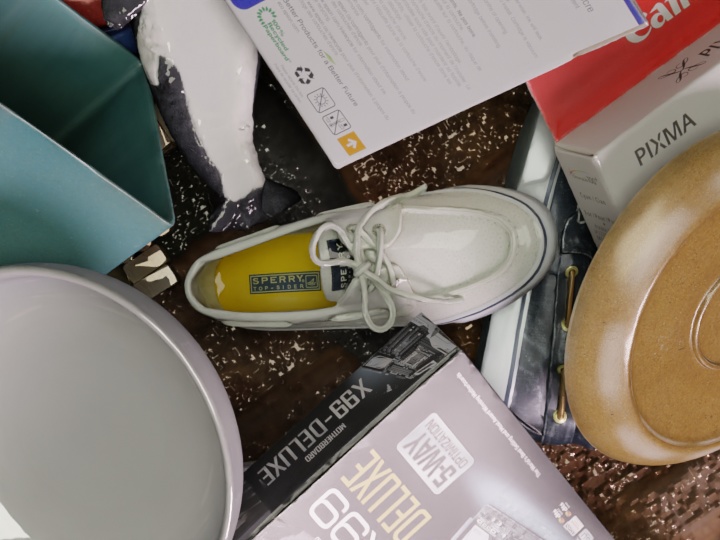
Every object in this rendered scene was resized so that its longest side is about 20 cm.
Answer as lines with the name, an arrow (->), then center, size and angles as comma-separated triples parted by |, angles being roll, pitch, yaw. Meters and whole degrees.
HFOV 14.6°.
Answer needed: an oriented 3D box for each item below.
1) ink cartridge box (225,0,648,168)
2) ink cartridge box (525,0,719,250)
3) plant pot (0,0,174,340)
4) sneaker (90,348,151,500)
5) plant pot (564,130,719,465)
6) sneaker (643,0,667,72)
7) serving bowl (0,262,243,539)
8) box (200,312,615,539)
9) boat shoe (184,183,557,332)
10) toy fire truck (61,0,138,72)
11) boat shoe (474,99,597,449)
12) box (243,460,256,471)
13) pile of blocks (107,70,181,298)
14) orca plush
ink cartridge box -> 0.016, -0.170, 1.379 | 0.200, 0.047, 0.198 | -24, 108, 31
ink cartridge box -> 0.183, -0.113, 1.463 | 0.200, 0.045, 0.177 | -37, 116, -19
plant pot -> -0.221, -0.041, 1.447 | 0.200, 0.142, 0.141 | -39, 126, 20
sneaker -> -0.163, 0.060, 1.477 | 0.200, 0.073, 0.115 | 8, 111, 18
plant pot -> 0.190, 0.018, 1.465 | 0.200, 0.200, 0.027 | -53, 47, 0
sneaker -> 0.120, -0.183, 1.517 | 0.088, 0.077, 0.201 | -9, 86, 14
serving bowl -> -0.144, 0.087, 1.403 | 0.199, 0.066, 0.201 | 6, 107, 19
box -> 0.033, 0.143, 1.467 | 0.158, 0.050, 0.200 | -41, 125, -4
boat shoe -> -0.001, -0.005, 1.467 | 0.201, 0.086, 0.075 | -5, 90, 22
toy fire truck -> -0.189, -0.176, 1.498 | 0.199, 0.112, 0.169 | -14, 115, 0
boat shoe -> 0.118, -0.003, 1.515 | 0.090, 0.071, 0.201 | 10, 97, -3
box -> -0.034, 0.120, 1.524 | 0.199, 0.039, 0.042 | -9, 91, -1
pile of blocks -> -0.132, -0.012, 1.511 | 0.082, 0.062, 0.201 | 1, 90, -1
orca plush -> -0.077, -0.126, 1.482 | 0.105, 0.071, 0.201 | -26, 105, -6
